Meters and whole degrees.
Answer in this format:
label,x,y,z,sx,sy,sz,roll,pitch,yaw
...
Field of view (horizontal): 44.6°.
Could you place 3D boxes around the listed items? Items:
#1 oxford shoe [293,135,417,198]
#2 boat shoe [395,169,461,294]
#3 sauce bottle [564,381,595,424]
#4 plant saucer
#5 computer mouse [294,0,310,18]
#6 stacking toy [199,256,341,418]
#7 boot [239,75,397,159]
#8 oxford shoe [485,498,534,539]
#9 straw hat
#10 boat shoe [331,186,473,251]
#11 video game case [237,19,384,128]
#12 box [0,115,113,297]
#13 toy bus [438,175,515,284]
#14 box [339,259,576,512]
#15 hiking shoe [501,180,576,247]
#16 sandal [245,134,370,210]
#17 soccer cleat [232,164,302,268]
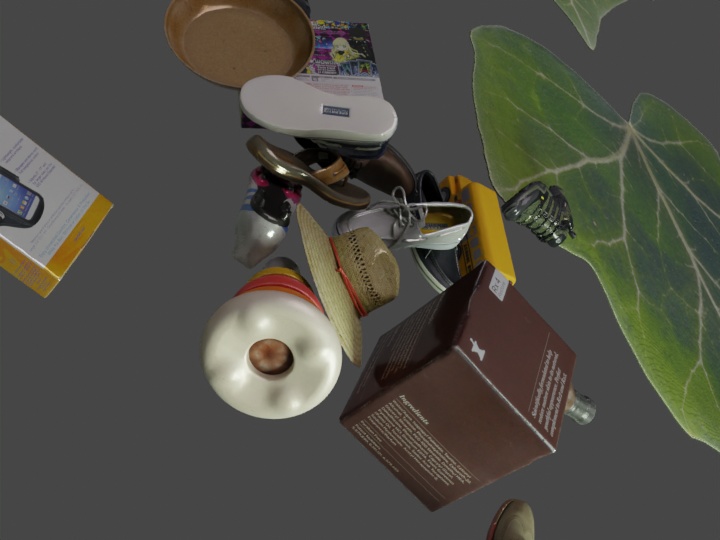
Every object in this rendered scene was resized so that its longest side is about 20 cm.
label,x,y,z,sx,sy,sz,roll,pitch,yaw
oxford shoe,-0.012,-0.149,1.209,0.197,0.073,0.085,30,44,-10
boat shoe,0.107,-0.055,1.264,0.074,0.062,0.204,6,59,-46
sauce bottle,0.259,0.163,1.251,0.198,0.064,0.066,31,42,-25
plant saucer,-0.157,-0.300,1.146,0.195,0.036,0.204,7,56,-10
computer mouse,-0.094,-0.364,1.323,0.058,0.034,0.204,19,52,-59
stacking toy,-0.088,0.047,0.949,0.145,0.146,0.201,39,22,-17
boot,-0.055,-0.182,1.102,0.195,0.091,0.074,12,71,-4
oxford shoe,0.189,0.349,1.023,0.070,0.074,0.202,38,40,-18
straw hat,0.000,0.000,1.013,0.201,0.083,0.205,-22,91,-85
boat shoe,0.063,-0.066,1.162,0.197,0.086,0.076,0,63,-22
video game case,-0.072,-0.268,1.191,0.195,0.036,0.185,-1,57,-15
box,-0.343,-0.080,0.824,0.199,0.041,0.120,38,40,-15
toy bus,0.172,-0.059,1.321,0.064,0.078,0.204,20,48,-35
box,0.113,0.135,1.007,0.164,0.199,0.167,45,38,-10
hiking shoe,0.316,-0.092,1.504,0.198,0.076,0.102,-8,64,-50
sandal,-0.053,-0.127,1.082,0.198,0.055,0.080,24,14,-41
soccer cleat,-0.118,-0.067,1.038,0.069,0.087,0.201,31,18,-9
